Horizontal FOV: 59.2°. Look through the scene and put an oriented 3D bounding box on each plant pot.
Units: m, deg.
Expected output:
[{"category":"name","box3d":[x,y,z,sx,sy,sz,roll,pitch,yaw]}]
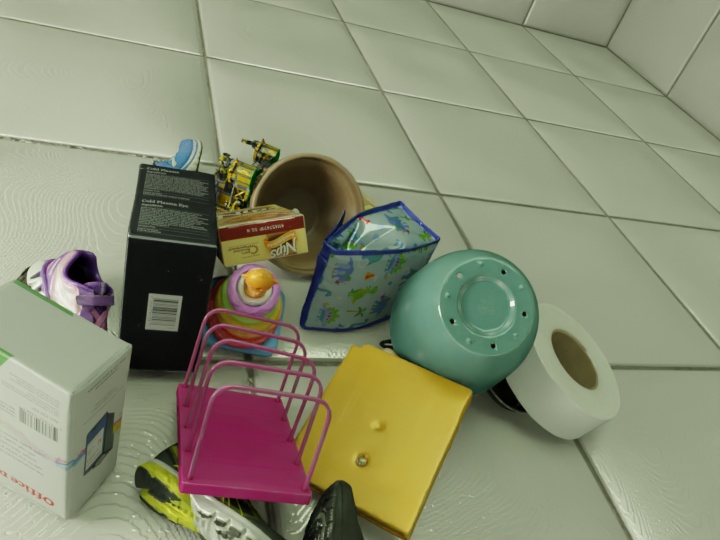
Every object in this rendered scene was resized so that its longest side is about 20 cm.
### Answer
[{"category":"plant pot","box3d":[0.148,0.062,0.856,0.197,0.161,0.204,2,75,-6]},{"category":"plant pot","box3d":[-0.100,-0.097,1.083,0.198,0.204,0.092,2,6,-25]}]

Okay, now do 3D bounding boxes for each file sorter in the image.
[{"category":"file sorter","box3d":[-0.124,0.144,0.721,0.137,0.127,0.200,14,14,-21]}]

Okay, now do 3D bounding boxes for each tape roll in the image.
[{"category":"tape roll","box3d":[0.309,0.154,0.986,0.201,0.071,0.204,28,38,-24]}]

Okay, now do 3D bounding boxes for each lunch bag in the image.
[{"category":"lunch bag","box3d":[0.000,0.000,0.988,0.199,0.171,0.127,-21,54,-40]}]

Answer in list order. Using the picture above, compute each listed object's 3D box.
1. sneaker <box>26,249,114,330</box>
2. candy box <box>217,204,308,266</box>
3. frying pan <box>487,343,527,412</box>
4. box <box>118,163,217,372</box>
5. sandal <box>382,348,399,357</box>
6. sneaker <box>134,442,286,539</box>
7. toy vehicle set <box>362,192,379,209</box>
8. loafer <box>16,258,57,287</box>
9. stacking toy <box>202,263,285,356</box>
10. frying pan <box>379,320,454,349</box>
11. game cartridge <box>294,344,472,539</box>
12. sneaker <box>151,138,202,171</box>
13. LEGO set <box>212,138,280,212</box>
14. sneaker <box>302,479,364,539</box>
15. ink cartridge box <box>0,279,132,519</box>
[{"category":"sneaker","box3d":[-0.337,0.058,0.773,0.202,0.088,0.080,65,17,17]},{"category":"candy box","box3d":[-0.154,-0.055,0.907,0.114,0.056,0.200,-10,13,-17]},{"category":"frying pan","box3d":[0.195,0.157,0.961,0.188,0.031,0.116,18,46,-29]},{"category":"box","box3d":[-0.251,-0.005,0.829,0.103,0.202,0.183,6,34,-19]},{"category":"sandal","box3d":[0.020,0.185,0.848,0.069,0.078,0.213,13,42,-21]},{"category":"sneaker","box3d":[-0.146,0.248,0.687,0.198,0.075,0.085,31,37,11]},{"category":"toy vehicle set","box3d":[0.003,-0.092,1.223,0.123,0.027,0.200,-22,55,-43]},{"category":"loafer","box3d":[-0.433,0.053,0.805,0.062,0.073,0.201,0,31,4]},{"category":"stacking toy","box3d":[-0.144,0.034,0.830,0.114,0.200,0.111,12,68,-12]},{"category":"frying pan","box3d":[0.124,0.131,1.003,0.189,0.031,0.115,-21,56,-41]},{"category":"game cartridge","box3d":[0.024,0.201,0.790,0.174,0.033,0.201,22,55,19]},{"category":"sneaker","box3d":[-0.333,-0.177,1.118,0.088,0.079,0.201,15,37,-13]},{"category":"LEGO set","box3d":[-0.226,-0.155,1.087,0.114,0.155,0.201,21,33,0]},{"category":"sneaker","box3d":[-0.013,0.326,0.666,0.090,0.076,0.202,16,51,-22]},{"category":"ink cartridge box","box3d":[-0.322,0.134,0.637,0.144,0.202,0.088,26,33,8]}]
